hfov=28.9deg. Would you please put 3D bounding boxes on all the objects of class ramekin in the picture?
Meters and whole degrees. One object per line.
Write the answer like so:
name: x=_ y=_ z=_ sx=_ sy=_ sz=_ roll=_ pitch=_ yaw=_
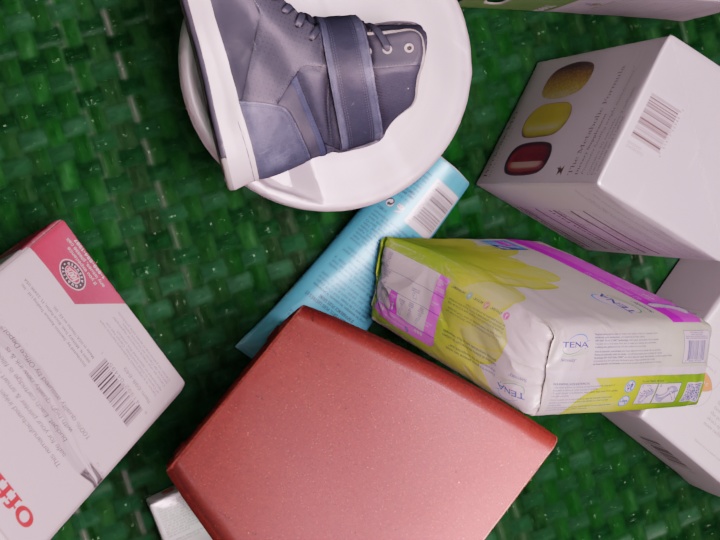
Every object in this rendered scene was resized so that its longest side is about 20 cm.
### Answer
ramekin: x=-0.033 y=-0.141 z=0.971 sx=0.202 sy=0.094 sz=0.203 roll=-1 pitch=93 yaw=-18

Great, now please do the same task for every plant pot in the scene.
plant pot: x=-0.019 y=0.132 z=0.923 sx=0.176 sy=0.200 sz=0.200 roll=40 pitch=80 yaw=-2

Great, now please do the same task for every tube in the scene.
tube: x=0.000 y=0.000 z=1.017 sx=0.077 sy=0.050 sz=0.200 roll=39 pitch=87 yaw=-12

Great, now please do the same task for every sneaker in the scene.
sneaker: x=-0.039 y=-0.165 z=0.871 sx=0.146 sy=0.077 sz=0.203 roll=-15 pitch=107 yaw=-4

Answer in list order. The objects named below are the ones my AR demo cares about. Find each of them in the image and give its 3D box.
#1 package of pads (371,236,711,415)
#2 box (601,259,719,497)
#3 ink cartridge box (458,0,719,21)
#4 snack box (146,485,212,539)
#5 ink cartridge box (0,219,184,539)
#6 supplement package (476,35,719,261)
package of pads: x=0.115 y=0.032 z=0.952 sx=0.154 sy=0.200 sz=0.068 roll=0 pitch=108 yaw=-35
box: x=0.291 y=0.060 z=1.081 sx=0.124 sy=0.097 sz=0.200 roll=39 pitch=82 yaw=-15
ink cartridge box: x=0.177 y=-0.224 z=1.027 sx=0.200 sy=0.104 sz=0.059 roll=0 pitch=93 yaw=-17
snack box: x=-0.050 y=0.159 z=1.018 sx=0.200 sy=0.024 sz=0.072 roll=-22 pitch=98 yaw=-15
ink cartridge box: x=-0.223 y=0.084 z=0.876 sx=0.146 sy=0.085 sz=0.200 roll=55 pitch=35 yaw=-12
supplement package: x=0.185 y=-0.082 z=0.986 sx=0.109 sy=0.200 sz=0.114 roll=29 pitch=83 yaw=-17
